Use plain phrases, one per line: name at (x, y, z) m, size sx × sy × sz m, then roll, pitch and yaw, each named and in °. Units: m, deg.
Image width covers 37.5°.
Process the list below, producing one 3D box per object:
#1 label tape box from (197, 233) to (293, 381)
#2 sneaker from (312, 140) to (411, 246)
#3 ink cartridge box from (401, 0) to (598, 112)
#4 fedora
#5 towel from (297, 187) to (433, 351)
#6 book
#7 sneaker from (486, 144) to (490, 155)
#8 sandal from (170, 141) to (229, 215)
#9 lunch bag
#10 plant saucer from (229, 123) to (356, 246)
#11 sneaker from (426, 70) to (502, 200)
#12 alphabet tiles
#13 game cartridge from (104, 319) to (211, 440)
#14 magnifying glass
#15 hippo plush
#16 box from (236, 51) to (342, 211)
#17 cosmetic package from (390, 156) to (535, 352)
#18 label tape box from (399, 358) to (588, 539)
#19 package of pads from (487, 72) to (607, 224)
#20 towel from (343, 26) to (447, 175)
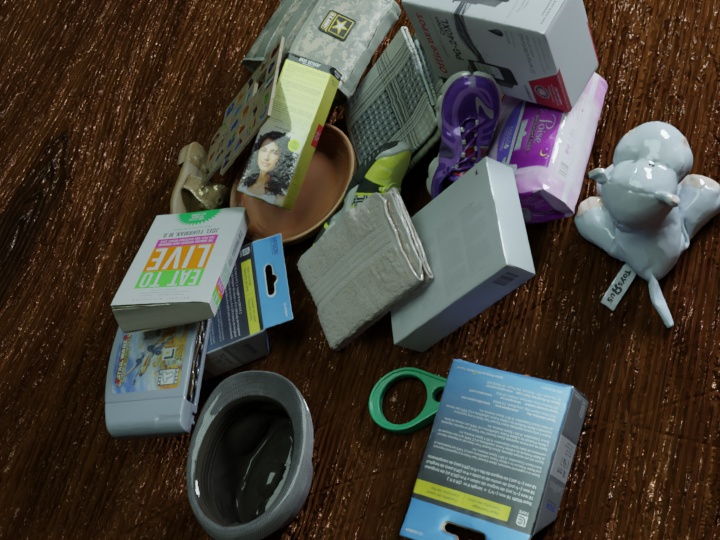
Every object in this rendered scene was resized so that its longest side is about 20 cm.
label tape box at (-0.173, 0.054, 1.414) m, size 0.199 × 0.066 × 0.144 m, roll -22°, pitch 54°, yaw 14°
sneaker at (0.018, -0.074, 1.362) m, size 0.076 × 0.075 × 0.201 m, roll 44°, pitch 118°, yaw 28°
ink cartridge box at (0.165, -0.282, 1.252) m, size 0.199 × 0.145 × 0.084 m, roll 22°, pitch 72°, yaw 33°
fedora at (-0.116, 0.228, 1.255) m, size 0.176 × 0.090 × 0.201 m, roll -7°, pitch 65°, yaw 28°
towel at (0.000, 0.000, 1.297) m, size 0.200 × 0.034 × 0.133 m, roll -41°, pitch 62°, yaw 40°
book at (-0.229, -0.006, 1.386) m, size 0.133 × 0.048 × 0.201 m, roll -6°, pitch 37°, yaw 14°
sneaker at (0.145, -0.246, 1.411) m, size 0.074 × 0.082 × 0.201 m, roll -14°, pitch 54°, yaw 23°
sandal at (-0.225, -0.116, 1.541) m, size 0.069 × 0.078 × 0.213 m, roll -24°, pitch 47°, yaw 22°
lunch bag at (-0.050, -0.331, 1.537) m, size 0.199 × 0.118 × 0.165 m, roll 14°, pitch 69°, yaw 47°
plant saucer at (-0.091, -0.117, 1.491) m, size 0.199 × 0.037 × 0.201 m, roll -15°, pitch 56°, yaw 23°
sneaker at (0.130, -0.147, 1.295) m, size 0.080 × 0.201 × 0.084 m, roll 3°, pitch 37°, yaw -4°
alphabet tiles at (-0.167, -0.210, 1.480) m, size 0.200 × 0.008 × 0.168 m, roll -44°, pitch 30°, yaw 41°
game cartridge at (-0.262, 0.117, 1.364) m, size 0.132 × 0.042 × 0.201 m, roll -6°, pitch 62°, yaw 20°
magnifying glass at (0.102, 0.145, 1.232) m, size 0.199 × 0.022 × 0.080 m, roll -11°, pitch 57°, yaw 25°
hippo plush at (0.296, -0.078, 1.169) m, size 0.159 × 0.161 × 0.201 m, roll 19°, pitch 71°, yaw 36°
box at (-0.095, -0.187, 1.431) m, size 0.075 × 0.050 × 0.201 m, roll 20°, pitch 90°, yaw 16°
cosmetic package at (0.109, -0.016, 1.251) m, size 0.200 × 0.051 × 0.152 m, roll -38°, pitch 47°, yaw 40°
label tape box at (0.143, 0.210, 1.132) m, size 0.143 × 0.063 × 0.201 m, roll 11°, pitch 75°, yaw 31°
package of pads at (0.223, -0.155, 1.302) m, size 0.120 × 0.076 × 0.201 m, roll -9°, pitch 54°, yaw 47°
towel at (0.046, -0.215, 1.424) m, size 0.200 × 0.034 × 0.193 m, roll -44°, pitch 43°, yaw 37°
